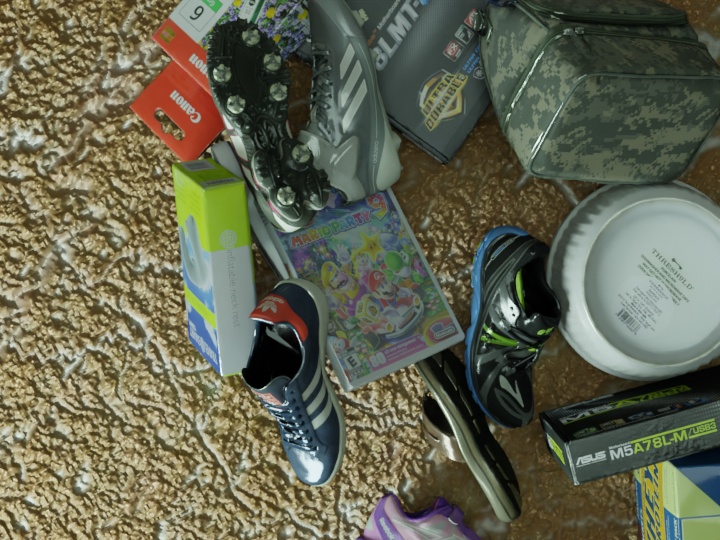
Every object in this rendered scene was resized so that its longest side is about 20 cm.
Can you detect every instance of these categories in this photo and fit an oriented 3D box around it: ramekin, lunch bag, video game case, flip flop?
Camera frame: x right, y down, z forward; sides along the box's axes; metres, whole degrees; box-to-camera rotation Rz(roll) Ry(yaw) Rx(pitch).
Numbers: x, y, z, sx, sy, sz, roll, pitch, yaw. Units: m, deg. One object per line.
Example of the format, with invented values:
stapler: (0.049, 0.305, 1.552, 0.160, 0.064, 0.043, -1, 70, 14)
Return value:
ramekin: (0.281, 0.009, 1.387, 0.197, 0.105, 0.203, 0, 92, 0)
lunch bag: (0.215, -0.183, 1.333, 0.198, 0.169, 0.140, -2, 136, -25)
video game case: (0.000, 0.000, 1.375, 0.142, 0.018, 0.202, -21, 79, -32)
flip flop: (0.094, 0.158, 1.413, 0.057, 0.081, 0.202, -26, 94, 22)

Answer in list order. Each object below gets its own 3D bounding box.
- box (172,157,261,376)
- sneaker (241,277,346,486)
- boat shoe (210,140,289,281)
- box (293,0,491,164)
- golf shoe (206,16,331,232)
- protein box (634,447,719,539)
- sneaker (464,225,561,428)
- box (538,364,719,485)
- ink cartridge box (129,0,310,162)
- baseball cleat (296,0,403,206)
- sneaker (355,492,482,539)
box: (-0.133, 0.006, 1.356, 0.047, 0.122, 0.203, -10, 107, -19)
sneaker: (-0.067, 0.112, 1.308, 0.074, 0.084, 0.203, 3, 111, 32)
boat shoe: (-0.073, -0.046, 1.404, 0.065, 0.072, 0.201, -32, 89, -9)
box: (0.061, -0.241, 1.407, 0.198, 0.050, 0.201, 36, 91, -2)
golf shoe: (-0.096, -0.128, 1.316, 0.076, 0.088, 0.202, -15, 78, -22)
protein box: (0.370, 0.224, 1.346, 0.196, 0.200, 0.137, -4, 92, 0)
sneaker: (0.149, 0.059, 1.382, 0.082, 0.070, 0.202, 15, 112, 42)
box: (0.275, 0.139, 1.348, 0.197, 0.193, 0.048, -15, 94, 2)
ink cartridge box: (-0.138, -0.211, 1.385, 0.200, 0.050, 0.109, -48, 63, 2)
baseball cleat: (-0.026, -0.158, 1.342, 0.106, 0.070, 0.202, -28, 106, -20)
sneaker: (0.090, 0.271, 1.414, 0.198, 0.081, 0.090, 16, 80, -1)
